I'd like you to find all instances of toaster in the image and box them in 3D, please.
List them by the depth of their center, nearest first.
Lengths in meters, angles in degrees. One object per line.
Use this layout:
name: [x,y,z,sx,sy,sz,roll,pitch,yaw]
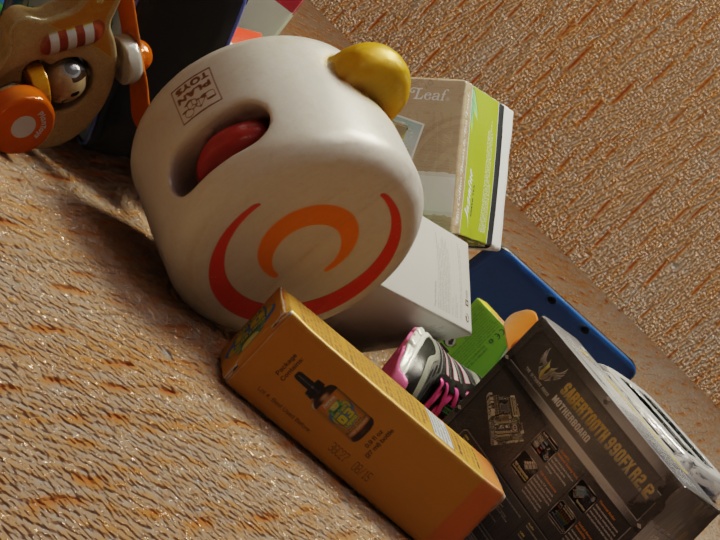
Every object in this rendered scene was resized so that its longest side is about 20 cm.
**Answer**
toaster: [0.214,0.174,1.740,0.114,0.129,0.200,31,15,-48]

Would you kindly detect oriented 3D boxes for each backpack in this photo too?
backpack: [-0.184,-0.190,1.529,0.147,0.183,0.200,15,13,-25]

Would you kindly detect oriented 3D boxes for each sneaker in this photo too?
sneaker: [0.060,0.098,1.592,0.087,0.074,0.200,39,4,10]

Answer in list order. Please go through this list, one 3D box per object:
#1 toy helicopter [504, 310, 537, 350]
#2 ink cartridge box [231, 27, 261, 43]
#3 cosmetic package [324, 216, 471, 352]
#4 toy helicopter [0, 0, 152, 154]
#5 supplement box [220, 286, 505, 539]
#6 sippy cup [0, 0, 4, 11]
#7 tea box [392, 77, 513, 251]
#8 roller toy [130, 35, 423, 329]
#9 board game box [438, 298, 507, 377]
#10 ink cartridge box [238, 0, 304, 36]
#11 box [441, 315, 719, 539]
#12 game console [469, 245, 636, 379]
toy helicopter: [0.157,0.103,1.561,0.132,0.079,0.200,61,-11,-12]
ink cartridge box: [-0.098,-0.145,1.624,0.109,0.050,0.200,11,45,-28]
cosmetic package: [0.000,0.000,1.614,0.200,0.107,0.085,31,54,-59]
toy helicopter: [-0.177,-0.165,1.379,0.132,0.200,0.079,9,31,-43]
supplement box: [0.001,0.101,1.368,0.200,0.067,0.069,41,10,-17]
sippy cup: [-0.253,-0.257,1.679,0.140,0.130,0.178,45,10,9]
tea box: [0.014,-0.095,1.799,0.200,0.134,0.197,5,-3,17]
roller toy: [-0.060,-0.065,1.420,0.182,0.200,0.140,-5,47,-23]
board game box: [0.131,0.125,1.708,0.200,0.096,0.030,48,10,26]
ink cartridge box: [-0.130,-0.223,1.839,0.083,0.200,0.145,36,11,-18]
box: [0.129,0.150,1.408,0.048,0.158,0.200,35,12,-41]
game console: [0.162,0.054,2.083,0.200,0.118,0.171,42,10,-12]
